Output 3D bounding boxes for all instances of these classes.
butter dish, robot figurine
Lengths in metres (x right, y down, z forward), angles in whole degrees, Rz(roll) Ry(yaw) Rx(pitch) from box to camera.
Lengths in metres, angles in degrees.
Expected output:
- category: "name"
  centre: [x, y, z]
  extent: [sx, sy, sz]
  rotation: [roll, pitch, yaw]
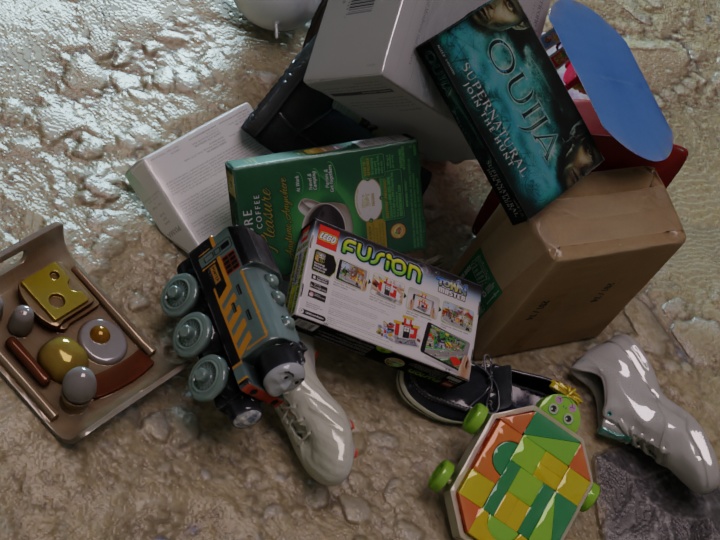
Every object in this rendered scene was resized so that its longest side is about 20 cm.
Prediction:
- category: "butter dish"
  centre: [0.237, -0.130, 1.704]
  extent: [0.199, 0.200, 0.148]
  rotation: [5, 55, -15]
- category: "robot figurine"
  centre: [-0.086, -0.361, 1.784]
  extent: [0.170, 0.113, 0.200]
  rotation: [43, 45, -23]

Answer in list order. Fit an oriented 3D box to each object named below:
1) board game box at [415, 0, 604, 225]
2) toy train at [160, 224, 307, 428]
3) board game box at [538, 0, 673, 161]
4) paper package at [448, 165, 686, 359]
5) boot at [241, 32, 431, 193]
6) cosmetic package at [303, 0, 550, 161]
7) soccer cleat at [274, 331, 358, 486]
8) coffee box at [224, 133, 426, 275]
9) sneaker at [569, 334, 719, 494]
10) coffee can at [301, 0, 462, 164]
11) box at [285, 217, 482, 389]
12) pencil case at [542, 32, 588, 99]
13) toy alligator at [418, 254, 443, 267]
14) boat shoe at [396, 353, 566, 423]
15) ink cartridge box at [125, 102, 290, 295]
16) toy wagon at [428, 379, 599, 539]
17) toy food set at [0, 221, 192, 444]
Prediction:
- category: "board game box"
  centre: [0.151, -0.164, 1.496]
  extent: [0.135, 0.028, 0.200]
  rotation: [-37, 101, -35]
- category: "toy train"
  centre: [-0.118, 0.051, 1.442]
  extent: [0.085, 0.114, 0.200]
  rotation: [33, 26, -48]
- category: "board game box"
  centre: [0.253, -0.191, 1.591]
  extent: [0.158, 0.039, 0.201]
  rotation: [1, 61, -52]
- category: "paper package"
  centre: [0.213, -0.009, 1.614]
  extent: [0.190, 0.200, 0.104]
  rotation: [-8, 61, -30]
- category: "boot"
  centre: [-0.001, -0.149, 1.616]
  extent: [0.200, 0.165, 0.066]
  rotation: [38, 17, -15]
- category: "cosmetic package"
  centre: [0.075, -0.244, 1.556]
  extent: [0.200, 0.123, 0.200]
  rotation: [27, 73, -40]
- category: "soccer cleat"
  centre: [-0.063, 0.121, 1.473]
  extent: [0.077, 0.069, 0.201]
  rotation: [21, 38, -45]
- category: "coffee box"
  centre: [-0.035, -0.067, 1.542]
  extent: [0.199, 0.124, 0.044]
  rotation: [-12, 20, -15]
- category: "sneaker"
  centre: [0.301, 0.167, 1.625]
  extent: [0.088, 0.075, 0.200]
  rotation: [-24, 63, -22]
- category: "coffee can"
  centre: [0.038, -0.217, 1.718]
  extent: [0.199, 0.146, 0.147]
  rotation: [15, 52, -15]
- category: "box"
  centre: [0.025, 0.035, 1.514]
  extent: [0.199, 0.035, 0.110]
  rotation: [22, 61, -20]
- category: "pencil case"
  centre: [0.248, -0.194, 1.842]
  extent: [0.091, 0.083, 0.200]
  rotation: [-32, 69, 8]
- category: "toy alligator"
  centre: [0.000, 0.000, 1.600]
  extent: [0.199, 0.059, 0.054]
  rotation: [-21, 67, -35]
- category: "boat shoe"
  centre: [0.135, 0.126, 1.572]
  extent: [0.199, 0.062, 0.075]
  rotation: [15, 53, -13]
- category: "ink cartridge box"
  centre: [-0.131, -0.060, 1.605]
  extent: [0.161, 0.050, 0.200]
  rotation: [-34, 94, -39]
- category: "toy wagon"
  centre: [0.167, 0.196, 1.510]
  extent: [0.155, 0.040, 0.200]
  rotation: [35, 72, -8]
- category: "toy food set"
  centre: [-0.276, 0.055, 1.431]
  extent: [0.200, 0.060, 0.143]
  rotation: [46, 51, 10]
